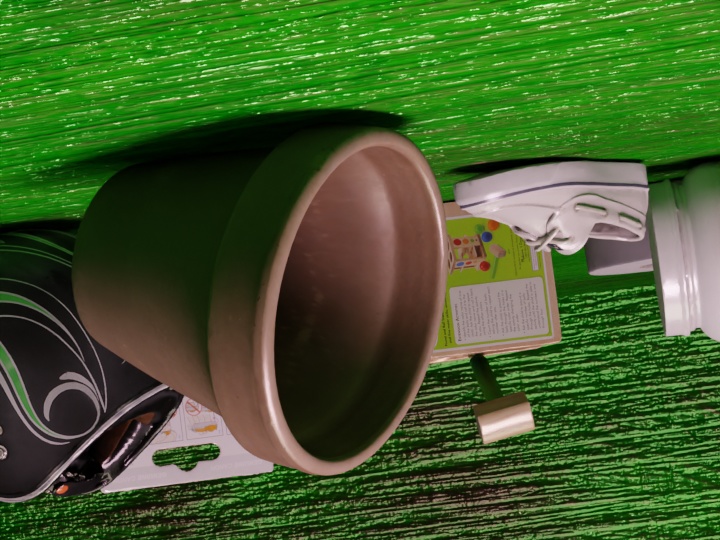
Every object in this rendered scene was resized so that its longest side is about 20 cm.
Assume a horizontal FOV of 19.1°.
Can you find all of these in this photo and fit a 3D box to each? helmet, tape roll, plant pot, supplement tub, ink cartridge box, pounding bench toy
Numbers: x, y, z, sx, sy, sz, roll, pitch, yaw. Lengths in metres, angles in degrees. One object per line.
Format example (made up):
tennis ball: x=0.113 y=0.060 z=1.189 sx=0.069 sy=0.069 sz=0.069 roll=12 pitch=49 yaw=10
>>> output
helmet: x=-0.242 y=0.065 z=1.553 sx=0.200 sy=0.191 sz=0.200 roll=-40 pitch=168 yaw=-10
tape roll: x=0.297 y=-0.042 z=1.916 sx=0.198 sy=0.067 sz=0.200 roll=-7 pitch=176 yaw=0
plant pot: x=-0.069 y=0.003 z=1.252 sx=0.174 sy=0.202 sz=0.200 roll=12 pitch=-173 yaw=31
supplement tub: x=0.332 y=-0.021 z=1.699 sx=0.198 sy=0.146 sz=0.145 roll=-8 pitch=176 yaw=5
ink cartridge box: x=-0.165 y=0.084 z=1.853 sx=0.161 sy=0.202 sz=0.050 roll=-5 pitch=176 yaw=-22
pounding bench toy: x=0.100 y=0.047 z=1.830 sx=0.123 sy=0.202 sz=0.156 roll=-7 pitch=175 yaw=-2

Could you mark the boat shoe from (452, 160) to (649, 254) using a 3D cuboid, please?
boat shoe: x=0.146 y=-0.044 z=1.598 sx=0.072 sy=0.066 sz=0.199 roll=-10 pitch=175 yaw=39
